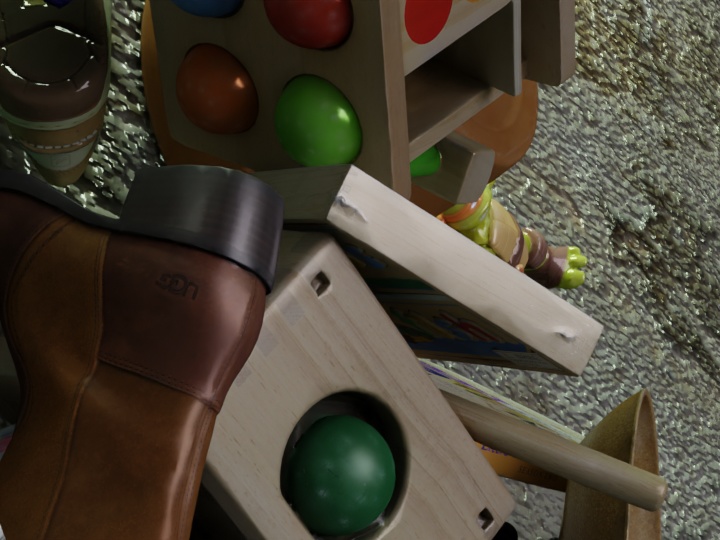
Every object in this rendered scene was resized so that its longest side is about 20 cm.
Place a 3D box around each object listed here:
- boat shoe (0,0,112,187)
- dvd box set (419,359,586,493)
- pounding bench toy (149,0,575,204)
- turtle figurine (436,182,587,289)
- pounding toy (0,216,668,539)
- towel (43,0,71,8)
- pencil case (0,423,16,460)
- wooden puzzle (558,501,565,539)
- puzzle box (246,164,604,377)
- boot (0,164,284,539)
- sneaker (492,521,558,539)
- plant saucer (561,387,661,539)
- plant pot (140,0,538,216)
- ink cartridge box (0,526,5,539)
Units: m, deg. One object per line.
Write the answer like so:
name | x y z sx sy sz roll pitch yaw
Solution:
boat shoe | -0.143 -0.122 0.958 0.076 0.072 0.200 90 -1 -49
dvd box set | 0.033 0.068 1.070 0.200 0.146 0.029 20 93 -54
pounding bench toy | -0.001 -0.088 0.906 0.156 0.124 0.200 -39 137 -40
turtle figurine | 0.084 -0.005 1.260 0.161 0.064 0.200 46 30 -50
pounding toy | -0.017 0.068 0.876 0.142 0.200 0.184 -49 121 -25
towel | -0.155 -0.215 0.821 0.200 0.050 0.148 40 68 -38
pencil case | -0.099 0.153 0.851 0.200 0.083 0.091 57 7 -23
wooden puzzle | 0.121 0.249 1.133 0.185 0.037 0.200 -74 161 -44
puzzle box | 0.000 0.000 0.905 0.133 0.200 0.025 32 77 -22
boot | -0.121 0.066 0.764 0.068 0.188 0.200 43 55 -51
sneaker | 0.031 0.151 1.009 0.200 0.140 0.078 13 62 -57
plant saucer | 0.122 0.157 1.018 0.200 0.035 0.200 0 90 -78
plant pot | 0.000 -0.100 1.097 0.200 0.140 0.200 33 49 -48
ink cartridge box | -0.179 0.130 0.669 0.083 0.146 0.200 -26 96 -54
